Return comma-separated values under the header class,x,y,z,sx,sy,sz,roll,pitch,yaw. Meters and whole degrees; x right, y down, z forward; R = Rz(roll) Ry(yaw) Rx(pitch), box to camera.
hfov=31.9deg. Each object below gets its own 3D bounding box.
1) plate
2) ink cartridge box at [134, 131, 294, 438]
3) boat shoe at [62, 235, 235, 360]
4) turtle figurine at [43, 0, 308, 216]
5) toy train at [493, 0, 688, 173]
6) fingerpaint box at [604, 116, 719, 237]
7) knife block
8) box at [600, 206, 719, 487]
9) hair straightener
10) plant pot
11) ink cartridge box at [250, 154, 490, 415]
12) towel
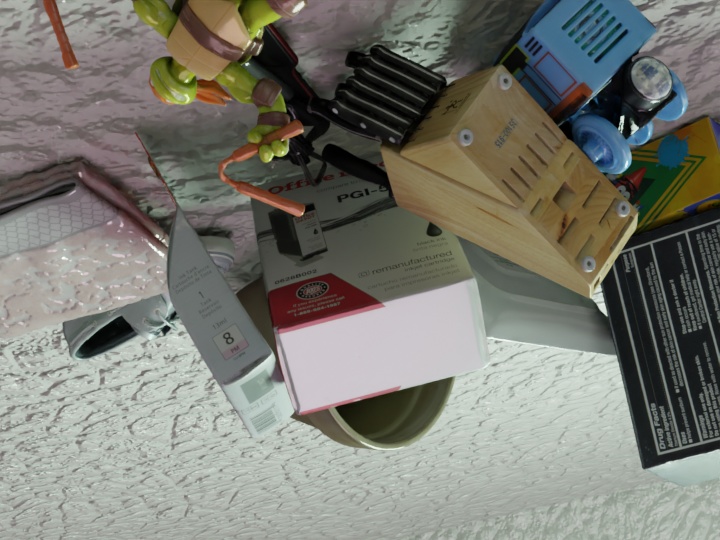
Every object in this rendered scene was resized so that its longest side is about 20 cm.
class,x,y,z,sx,sy,sz,roll,pitch,yaw
plate,0.117,0.001,1.089,0.199,0.200,0.032,9,116,-41
ink cartridge box,-0.121,0.017,0.941,0.057,0.200,0.163,-35,162,-8
boat shoe,-0.190,0.031,1.135,0.200,0.072,0.070,-23,155,29
turtle figurine,-0.070,-0.135,0.707,0.161,0.200,0.064,-41,-171,36
toy train,0.138,-0.112,0.853,0.087,0.114,0.200,-42,179,-20
fingerpaint box,0.294,-0.050,1.142,0.166,0.074,0.200,-25,155,33
knife block,0.062,-0.066,0.840,0.200,0.064,0.175,43,160,-18
box,0.321,0.055,1.046,0.198,0.201,0.123,-18,156,23
hair straightener,-0.059,-0.104,0.841,0.041,0.077,0.200,4,166,14
plant pot,-0.035,0.063,1.170,0.173,0.201,0.200,-4,168,43
ink cartridge box,0.000,0.000,0.942,0.146,0.200,0.083,-15,124,-2
towel,-0.260,-0.009,1.024,0.199,0.032,0.191,-15,151,16
